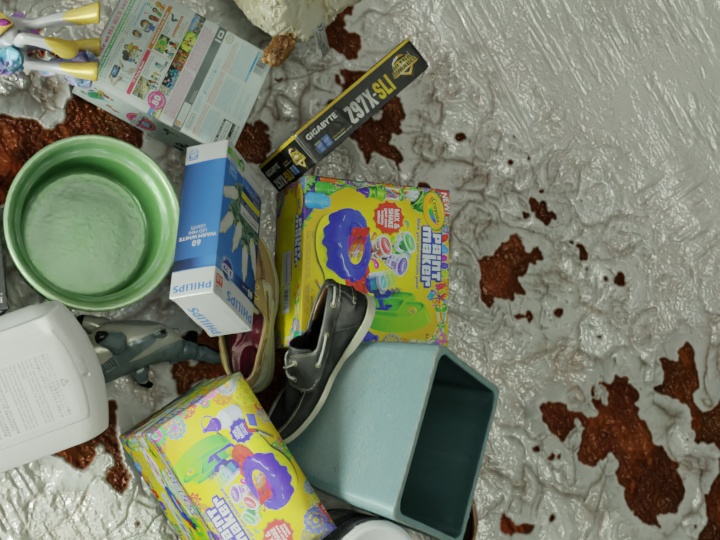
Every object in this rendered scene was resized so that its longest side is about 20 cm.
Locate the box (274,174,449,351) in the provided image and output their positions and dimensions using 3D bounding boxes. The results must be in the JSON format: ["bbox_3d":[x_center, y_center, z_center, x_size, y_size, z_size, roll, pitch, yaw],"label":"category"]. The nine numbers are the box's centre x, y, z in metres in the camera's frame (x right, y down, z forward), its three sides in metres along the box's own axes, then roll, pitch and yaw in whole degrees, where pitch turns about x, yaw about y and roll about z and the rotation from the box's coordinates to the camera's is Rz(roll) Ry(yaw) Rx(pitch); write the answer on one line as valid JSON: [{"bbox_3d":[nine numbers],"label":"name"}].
[{"bbox_3d":[0.000,0.000,1.525,0.191,0.122,0.202,4,81,-21],"label":"box"}]

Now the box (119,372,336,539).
[{"bbox_3d":[-0.154,0.236,1.386,0.122,0.192,0.201,-33,95,-21],"label":"box"}]

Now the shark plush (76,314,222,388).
[{"bbox_3d":[-0.260,0.100,1.464,0.199,0.091,0.084,-1,102,-41],"label":"shark plush"}]

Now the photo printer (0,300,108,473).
[{"bbox_3d":[-0.382,0.132,1.350,0.199,0.069,0.168,-20,108,-7],"label":"photo printer"}]

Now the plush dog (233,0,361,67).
[{"bbox_3d":[-0.115,-0.356,1.523,0.199,0.172,0.161,7,118,-49],"label":"plush dog"}]

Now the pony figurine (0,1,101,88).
[{"bbox_3d":[-0.390,-0.249,1.370,0.198,0.193,0.168,3,78,-11],"label":"pony figurine"}]

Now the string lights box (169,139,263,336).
[{"bbox_3d":[-0.165,-0.037,1.434,0.058,0.103,0.202,-9,60,19],"label":"string lights box"}]

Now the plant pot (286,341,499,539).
[{"bbox_3d":[0.020,0.189,1.452,0.196,0.199,0.197,38,65,-56],"label":"plant pot"}]

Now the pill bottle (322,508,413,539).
[{"bbox_3d":[-0.012,0.331,1.428,0.105,0.200,0.107,2,84,-18],"label":"pill bottle"}]

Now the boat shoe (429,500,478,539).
[{"bbox_3d":[0.101,0.254,1.551,0.075,0.072,0.201,-22,90,-22],"label":"boat shoe"}]

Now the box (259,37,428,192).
[{"bbox_3d":[-0.022,-0.189,1.524,0.200,0.160,0.049,-42,98,-20],"label":"box"}]

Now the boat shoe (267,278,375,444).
[{"bbox_3d":[-0.061,0.103,1.395,0.067,0.072,0.201,25,101,-30],"label":"boat shoe"}]

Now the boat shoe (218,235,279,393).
[{"bbox_3d":[-0.136,0.046,1.483,0.073,0.066,0.202,-8,80,7],"label":"boat shoe"}]

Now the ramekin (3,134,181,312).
[{"bbox_3d":[-0.312,-0.048,1.427,0.198,0.098,0.202,3,81,-20],"label":"ramekin"}]

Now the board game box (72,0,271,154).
[{"bbox_3d":[-0.226,-0.238,1.507,0.199,0.064,0.148,28,72,-16],"label":"board game box"}]

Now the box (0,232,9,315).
[{"bbox_3d":[-0.498,-0.012,1.363,0.198,0.079,0.142,-5,81,-21],"label":"box"}]
